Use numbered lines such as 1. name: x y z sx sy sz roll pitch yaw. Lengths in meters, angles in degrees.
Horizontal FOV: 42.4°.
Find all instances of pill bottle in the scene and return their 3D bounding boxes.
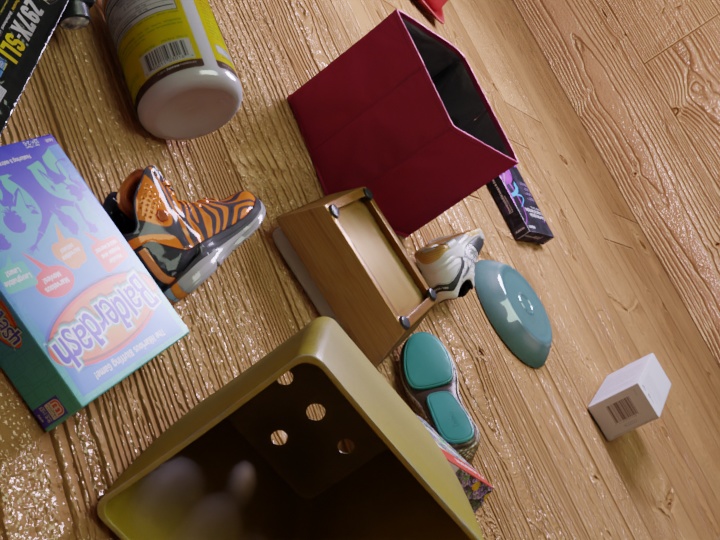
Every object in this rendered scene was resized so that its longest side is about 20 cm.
1. pill bottle: -0.202 -0.243 0.968 0.109 0.109 0.200 13 50 -56

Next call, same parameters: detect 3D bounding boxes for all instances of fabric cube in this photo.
1. fabric cube: 0.057 -0.192 1.261 0.196 0.199 0.200 12 50 -55

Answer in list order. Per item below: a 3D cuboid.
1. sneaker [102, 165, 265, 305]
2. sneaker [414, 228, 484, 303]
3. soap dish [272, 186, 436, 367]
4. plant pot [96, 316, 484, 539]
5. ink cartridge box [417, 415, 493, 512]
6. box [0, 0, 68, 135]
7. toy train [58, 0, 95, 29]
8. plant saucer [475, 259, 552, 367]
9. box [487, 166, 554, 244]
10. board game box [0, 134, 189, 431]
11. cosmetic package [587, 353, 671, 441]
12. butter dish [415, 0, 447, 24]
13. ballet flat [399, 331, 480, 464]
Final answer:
1. sneaker: -0.162 -0.056 0.859 0.112 0.078 0.200 52 26 -11
2. sneaker: 0.135 -0.006 1.352 0.200 0.076 0.088 -28 101 -61
3. soap dish: 0.000 0.000 1.075 0.200 0.081 0.157 58 25 0
4. plant pot: -0.043 0.152 0.719 0.200 0.200 0.176 50 14 -13
5. ink cartridge box: 0.068 0.192 0.905 0.109 0.050 0.200 37 1 -35
6. box: -0.330 -0.212 0.733 0.160 0.049 0.200 39 43 -35
7. toy train: -0.315 -0.327 0.885 0.114 0.085 0.200 -5 78 -47
8. plant saucer: 0.257 0.061 1.508 0.200 0.036 0.200 40 30 -30
9. box: 0.301 -0.147 1.827 0.143 0.036 0.200 4 58 -59
10. board game box: -0.235 0.001 0.703 0.200 0.045 0.152 56 25 -4
11. cosmetic package: 0.478 0.221 1.638 0.071 0.101 0.200 59 26 4
12. butter dish: 0.162 -0.691 2.077 0.199 0.148 0.200 39 31 -31
13. ballet flat: 0.087 0.154 1.075 0.200 0.070 0.065 -103 -171 -54
